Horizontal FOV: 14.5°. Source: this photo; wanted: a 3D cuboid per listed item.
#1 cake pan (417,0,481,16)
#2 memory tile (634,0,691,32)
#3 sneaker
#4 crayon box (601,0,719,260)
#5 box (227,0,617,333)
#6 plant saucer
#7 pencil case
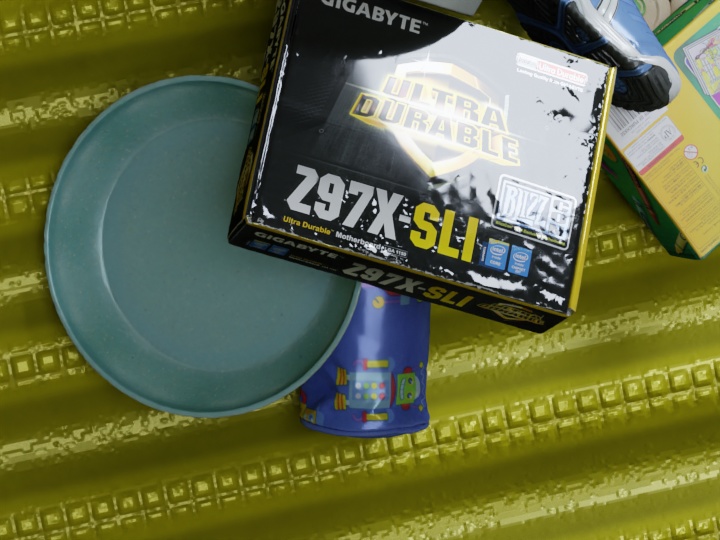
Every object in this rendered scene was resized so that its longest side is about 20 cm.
[{"bbox_3d":[-0.012,-0.188,1.618,0.200,0.200,0.037,16,96,-14],"label":"cake pan"},{"bbox_3d":[0.241,-0.167,1.774,0.200,0.017,0.154,-6,95,-14],"label":"memory tile"},{"bbox_3d":[0.126,-0.178,1.686,0.077,0.076,0.200,-36,71,-18],"label":"sneaker"},{"bbox_3d":[0.238,-0.116,1.738,0.200,0.058,0.119,-41,102,-7],"label":"crayon box"},{"bbox_3d":[0.036,-0.067,1.606,0.200,0.049,0.160,17,71,-13],"label":"box"},{"bbox_3d":[-0.088,-0.015,1.659,0.200,0.036,0.200,1,93,17],"label":"plant saucer"},{"bbox_3d":[0.000,0.000,1.694,0.078,0.087,0.200,-5,97,-39],"label":"pencil case"}]
